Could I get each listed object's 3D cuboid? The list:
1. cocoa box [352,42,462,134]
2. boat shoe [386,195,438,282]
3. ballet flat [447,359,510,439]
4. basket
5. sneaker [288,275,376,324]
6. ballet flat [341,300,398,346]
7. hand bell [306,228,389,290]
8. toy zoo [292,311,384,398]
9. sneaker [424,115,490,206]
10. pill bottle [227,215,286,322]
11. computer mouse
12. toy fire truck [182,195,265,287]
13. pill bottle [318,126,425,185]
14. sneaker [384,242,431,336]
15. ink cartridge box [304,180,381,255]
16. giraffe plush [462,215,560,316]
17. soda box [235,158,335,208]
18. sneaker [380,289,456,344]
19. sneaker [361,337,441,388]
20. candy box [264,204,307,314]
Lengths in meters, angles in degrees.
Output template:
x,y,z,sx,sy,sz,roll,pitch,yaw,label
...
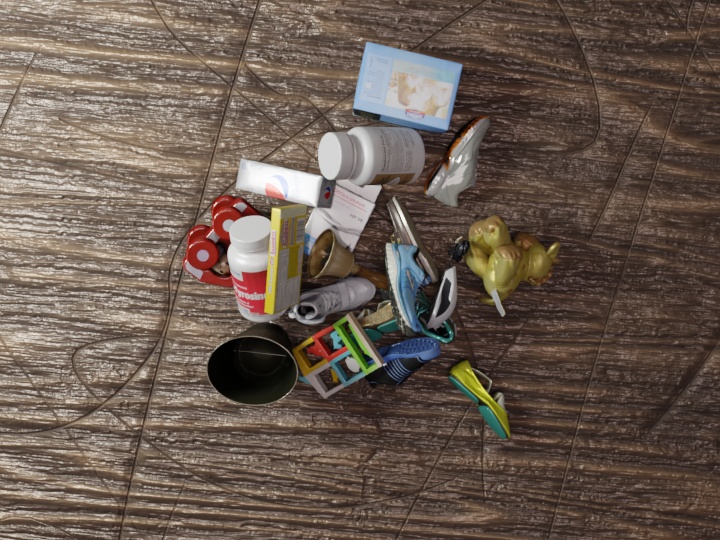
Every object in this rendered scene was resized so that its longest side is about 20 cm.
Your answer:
x,y,z,sx,sy,sz,roll,pitch,yaw,label
0.091,-0.363,1.321,0.197,0.131,0.136,12,97,-2,cocoa box
0.099,-0.058,1.391,0.059,0.072,0.202,-26,89,19,boat shoe
0.277,0.280,1.442,0.067,0.067,0.200,-43,94,-17,ballet flat
-0.210,0.182,1.353,0.177,0.200,0.138,4,97,-2,basket
-0.061,0.066,1.382,0.197,0.115,0.076,-14,98,1,sneaker
0.036,0.107,1.398,0.198,0.066,0.070,-24,143,36,ballet flat
0.000,0.000,1.342,0.198,0.104,0.105,23,97,-27,hand bell
-0.061,0.191,1.409,0.199,0.020,0.132,-32,94,26,toy zoo
0.221,-0.227,1.377,0.091,0.076,0.201,32,104,-12,sneaker
-0.206,-0.004,1.317,0.110,0.113,0.202,-3,129,0,pill bottle
0.185,0.032,1.349,0.043,0.110,0.203,20,72,0,computer mouse
-0.269,-0.048,1.379,0.167,0.112,0.200,39,97,-24,toy fire truck
0.021,-0.228,1.305,0.198,0.114,0.116,-7,99,-33,pill bottle
0.101,0.031,1.299,0.088,0.079,0.203,-6,66,-3,sneaker
-0.044,-0.114,1.384,0.115,0.067,0.202,26,96,-3,ink cartridge box
0.329,-0.022,1.367,0.160,0.172,0.203,-15,87,-20,giraffe plush
-0.154,-0.178,1.339,0.197,0.068,0.064,15,98,21,soda box
0.130,0.089,1.399,0.199,0.091,0.078,34,95,-4,sneaker
0.092,0.202,1.404,0.198,0.070,0.079,-16,109,31,sneaker
-0.144,-0.024,1.268,0.026,0.102,0.203,12,103,25,candy box
